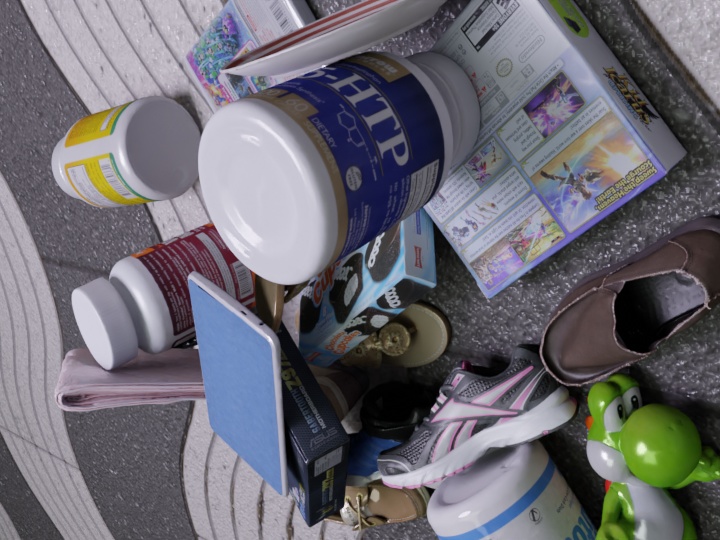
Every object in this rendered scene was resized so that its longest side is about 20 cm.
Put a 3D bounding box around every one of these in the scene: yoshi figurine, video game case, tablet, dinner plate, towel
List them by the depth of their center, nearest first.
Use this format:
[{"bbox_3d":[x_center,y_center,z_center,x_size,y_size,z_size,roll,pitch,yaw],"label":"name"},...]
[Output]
[{"bbox_3d":[-0.009,-0.175,0.569,0.197,0.199,0.025,-1,119,44],"label":"dinner plate"},{"bbox_3d":[0.116,-0.102,0.609,0.183,0.045,0.200,55,139,5],"label":"video game case"},{"bbox_3d":[0.238,0.185,0.632,0.110,0.112,0.204,-12,104,30],"label":"yoshi figurine"},{"bbox_3d":[-0.111,0.109,0.731,0.129,0.014,0.204,32,137,36],"label":"tablet"},{"bbox_3d":[-0.082,-0.170,0.776,0.181,0.024,0.203,-27,95,49],"label":"video game case"},{"bbox_3d":[-0.239,0.119,0.881,0.199,0.186,0.033,-167,80,-71],"label":"towel"}]

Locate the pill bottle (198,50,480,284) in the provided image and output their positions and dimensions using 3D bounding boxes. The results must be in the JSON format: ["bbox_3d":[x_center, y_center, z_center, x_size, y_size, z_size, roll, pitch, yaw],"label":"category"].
[{"bbox_3d":[-0.004,-0.085,0.552,0.118,0.199,0.122,23,129,32],"label":"pill bottle"}]

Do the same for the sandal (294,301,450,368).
[{"bbox_3d":[-0.006,0.076,0.819,0.209,0.069,0.079,2,116,43],"label":"sandal"}]

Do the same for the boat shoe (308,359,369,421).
[{"bbox_3d":[-0.048,0.130,0.894,0.073,0.064,0.199,66,158,-7],"label":"boat shoe"}]

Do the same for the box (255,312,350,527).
[{"bbox_3d":[-0.071,0.156,0.807,0.159,0.050,0.202,57,159,27],"label":"box"}]

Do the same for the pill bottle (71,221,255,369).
[{"bbox_3d":[-0.209,0.024,0.875,0.109,0.198,0.112,31,134,38],"label":"pill bottle"}]

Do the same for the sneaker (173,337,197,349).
[{"bbox_3d":[-0.220,0.073,1.010,0.197,0.090,0.077,-8,109,45],"label":"sneaker"}]

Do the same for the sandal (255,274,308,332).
[{"bbox_3d":[-0.066,-0.026,0.749,0.214,0.068,0.079,-111,33,-48],"label":"sandal"}]

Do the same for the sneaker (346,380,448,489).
[{"bbox_3d":[0.017,0.170,0.846,0.197,0.077,0.113,-5,117,41],"label":"sneaker"}]

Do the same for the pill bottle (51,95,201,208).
[{"bbox_3d":[-0.283,-0.133,0.926,0.197,0.112,0.115,-2,113,44],"label":"pill bottle"}]

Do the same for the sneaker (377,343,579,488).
[{"bbox_3d":[0.098,0.131,0.731,0.197,0.080,0.088,-28,80,17],"label":"sneaker"}]

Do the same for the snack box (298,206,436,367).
[{"bbox_3d":[0.000,0.000,0.741,0.200,0.036,0.119,-41,41,48],"label":"snack box"}]

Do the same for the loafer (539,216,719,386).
[{"bbox_3d":[0.197,0.033,0.594,0.073,0.071,0.201,48,138,9],"label":"loafer"}]

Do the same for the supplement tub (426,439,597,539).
[{"bbox_3d":[0.163,0.271,0.730,0.202,0.131,0.131,56,139,-1],"label":"supplement tub"}]

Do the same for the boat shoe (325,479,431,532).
[{"bbox_3d":[0.001,0.278,0.938,0.198,0.066,0.075,-16,103,48],"label":"boat shoe"}]
